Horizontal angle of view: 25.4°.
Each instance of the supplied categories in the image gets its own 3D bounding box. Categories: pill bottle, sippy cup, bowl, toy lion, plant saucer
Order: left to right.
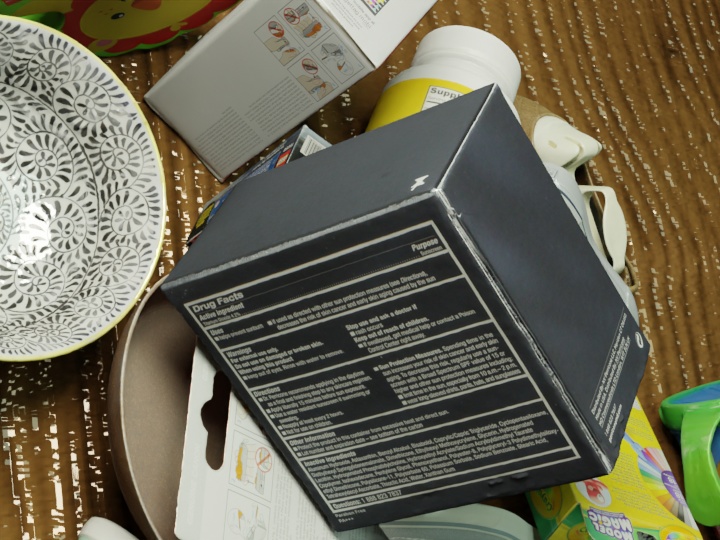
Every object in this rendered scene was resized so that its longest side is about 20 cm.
[{"bbox_3d":[-0.224,-0.041,0.942,0.200,0.094,0.202,7,77,-36],"label":"bowl"},{"bbox_3d":[-0.168,-0.177,1.012,0.199,0.192,0.069,-21,79,2],"label":"toy lion"},{"bbox_3d":[-0.096,0.100,0.977,0.200,0.032,0.201,37,45,-51],"label":"plant saucer"},{"bbox_3d":[0.053,-0.076,1.144,0.111,0.111,0.201,33,55,-19],"label":"pill bottle"},{"bbox_3d":[0.312,0.149,1.225,0.177,0.140,0.131,-15,90,-13],"label":"sippy cup"}]

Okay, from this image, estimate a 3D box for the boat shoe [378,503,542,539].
[{"bbox_3d":[0.075,0.196,1.043,0.201,0.070,0.072,32,59,-51],"label":"boat shoe"}]

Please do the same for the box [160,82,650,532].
[{"bbox_3d":[0.031,0.026,0.927,0.199,0.199,0.123,56,37,-23],"label":"box"}]

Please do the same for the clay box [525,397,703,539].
[{"bbox_3d":[0.162,0.136,1.116,0.115,0.048,0.200,20,33,-28],"label":"clay box"}]

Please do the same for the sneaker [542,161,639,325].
[{"bbox_3d":[0.146,0.015,1.166,0.071,0.073,0.200,-59,134,-33],"label":"sneaker"}]

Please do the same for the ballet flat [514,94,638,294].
[{"bbox_3d":[0.165,-0.059,1.238,0.068,0.072,0.201,-13,78,-38],"label":"ballet flat"}]

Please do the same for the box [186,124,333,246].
[{"bbox_3d":[0.000,0.000,1.060,0.200,0.137,0.040,35,55,-17],"label":"box"}]

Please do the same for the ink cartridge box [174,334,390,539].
[{"bbox_3d":[-0.051,0.125,0.989,0.200,0.050,0.163,31,51,-40],"label":"ink cartridge box"}]

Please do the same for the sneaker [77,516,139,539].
[{"bbox_3d":[-0.134,0.245,0.910,0.118,0.074,0.201,-31,78,-21],"label":"sneaker"}]

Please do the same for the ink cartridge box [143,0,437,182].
[{"bbox_3d":[-0.026,-0.173,1.071,0.084,0.200,0.176,47,54,-11],"label":"ink cartridge box"}]
